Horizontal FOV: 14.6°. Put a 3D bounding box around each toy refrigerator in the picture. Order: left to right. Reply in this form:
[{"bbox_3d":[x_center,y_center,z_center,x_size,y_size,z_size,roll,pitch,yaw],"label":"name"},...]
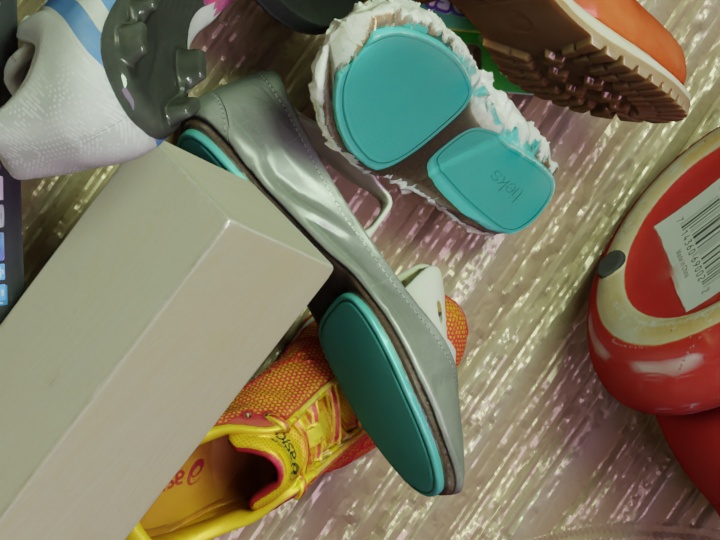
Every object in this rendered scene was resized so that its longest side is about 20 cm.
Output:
[{"bbox_3d":[-0.109,0.047,1.134,0.200,0.070,0.076,-53,144,10],"label":"toy refrigerator"}]

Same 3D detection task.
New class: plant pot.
[{"bbox_3d":[0.221,0.030,1.287,0.182,0.200,0.201,44,78,-27],"label":"plant pot"}]

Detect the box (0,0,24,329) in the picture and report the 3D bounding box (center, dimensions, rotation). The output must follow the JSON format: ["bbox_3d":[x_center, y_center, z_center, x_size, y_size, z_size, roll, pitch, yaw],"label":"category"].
[{"bbox_3d":[-0.213,-0.069,1.093,0.157,0.050,0.201,-7,106,-30],"label":"box"}]

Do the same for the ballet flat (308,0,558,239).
[{"bbox_3d":[0.021,-0.071,1.189,0.072,0.072,0.200,-58,149,-6],"label":"ballet flat"}]

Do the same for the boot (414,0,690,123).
[{"bbox_3d":[0.086,-0.139,1.189,0.200,0.075,0.108,38,63,-41],"label":"boot"}]

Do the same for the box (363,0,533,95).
[{"bbox_3d":[0.065,-0.177,1.234,0.117,0.048,0.201,2,102,-30],"label":"box"}]

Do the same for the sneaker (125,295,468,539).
[{"bbox_3d":[-0.028,0.072,1.221,0.200,0.077,0.073,-31,114,-22],"label":"sneaker"}]

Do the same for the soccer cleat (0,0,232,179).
[{"bbox_3d":[-0.098,-0.106,1.110,0.086,0.200,0.070,-20,117,22],"label":"soccer cleat"}]

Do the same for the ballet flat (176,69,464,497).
[{"bbox_3d":[0.000,0.000,1.186,0.064,0.067,0.200,-33,84,-26],"label":"ballet flat"}]

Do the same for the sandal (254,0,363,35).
[{"bbox_3d":[-0.044,-0.164,1.108,0.045,0.075,0.200,-21,138,21],"label":"sandal"}]
